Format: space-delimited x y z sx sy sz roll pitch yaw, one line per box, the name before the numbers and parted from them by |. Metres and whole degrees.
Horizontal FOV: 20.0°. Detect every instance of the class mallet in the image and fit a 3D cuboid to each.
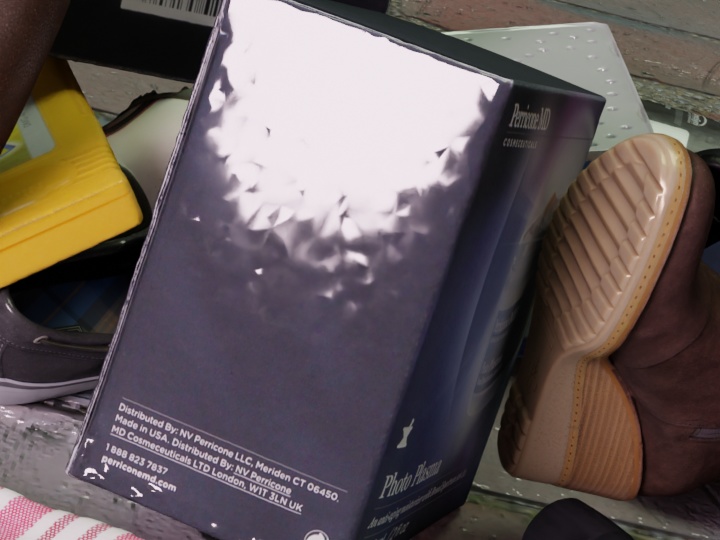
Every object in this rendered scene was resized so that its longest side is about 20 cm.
mallet | 0.164 0.133 0.885 0.200 0.041 0.066 6 23 -31

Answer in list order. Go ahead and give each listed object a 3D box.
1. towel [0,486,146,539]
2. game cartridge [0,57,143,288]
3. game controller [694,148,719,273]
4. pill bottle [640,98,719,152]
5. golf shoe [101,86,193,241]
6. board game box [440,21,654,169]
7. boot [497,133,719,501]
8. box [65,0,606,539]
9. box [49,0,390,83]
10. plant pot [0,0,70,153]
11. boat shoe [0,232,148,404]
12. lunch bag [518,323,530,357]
towel | -0.145 0.105 0.702 0.200 0.030 0.146 13 16 34
game cartridge | -0.201 -0.035 0.935 0.176 0.032 0.200 -25 27 -7
game controller | 0.217 0.017 1.029 0.200 0.042 0.104 40 -27 -12
pill bottle | 0.224 -0.033 1.227 0.200 0.106 0.106 16 22 4
golf shoe | -0.129 -0.032 0.994 0.200 0.077 0.088 -7 29 35
board game box | 0.044 -0.083 1.077 0.200 0.026 0.200 -4 25 1
boot | 0.156 0.021 0.839 0.166 0.200 0.072 0 48 -16
box | 0.000 0.000 0.823 0.123 0.199 0.200 20 9 14
box | -0.106 -0.169 1.039 0.196 0.118 0.200 9 13 -23
plant pot | -0.182 -0.146 0.810 0.187 0.200 0.187 35 19 -14
boat shoe | -0.096 0.010 0.937 0.200 0.066 0.070 -8 64 -41
lunch bag | 0.047 -0.023 1.119 0.160 0.083 0.200 3 23 -26
